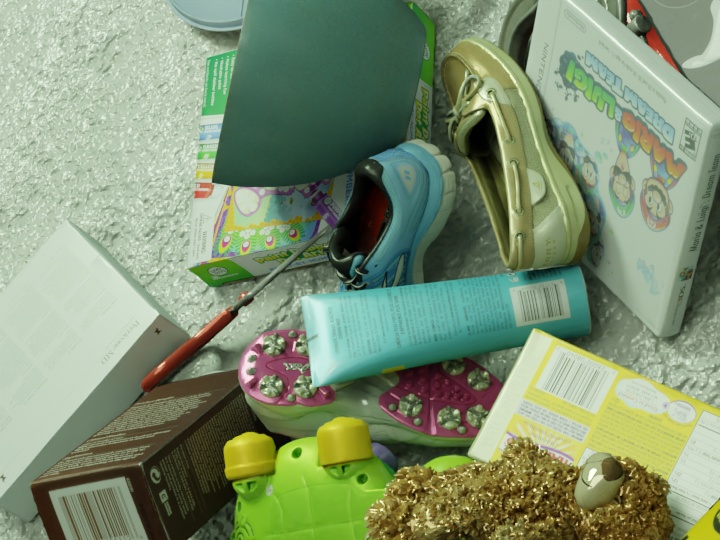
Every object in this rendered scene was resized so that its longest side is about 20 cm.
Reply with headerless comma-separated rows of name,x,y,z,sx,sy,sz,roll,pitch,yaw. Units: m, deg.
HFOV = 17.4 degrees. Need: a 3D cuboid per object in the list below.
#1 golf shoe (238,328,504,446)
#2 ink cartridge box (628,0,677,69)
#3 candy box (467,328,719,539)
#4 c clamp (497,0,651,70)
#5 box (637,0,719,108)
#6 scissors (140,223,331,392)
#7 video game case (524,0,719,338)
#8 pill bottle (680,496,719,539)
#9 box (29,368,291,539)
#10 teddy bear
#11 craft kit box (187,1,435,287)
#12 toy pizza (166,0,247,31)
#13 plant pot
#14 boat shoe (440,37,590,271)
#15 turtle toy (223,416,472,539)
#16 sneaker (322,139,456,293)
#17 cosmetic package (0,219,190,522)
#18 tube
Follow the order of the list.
golf shoe,0.012,0.095,1.695,0.200,0.092,0.075,11,59,6
ink cartridge box,0.231,-0.204,1.737,0.200,0.050,0.161,-37,51,9
candy box,0.181,0.122,1.583,0.200,0.026,0.102,24,83,27
c clamp,0.153,-0.157,1.720,0.200,0.027,0.171,-35,57,58
box,0.281,-0.152,1.602,0.122,0.106,0.200,-32,71,14
scissors,-0.097,0.028,1.818,0.200,0.073,0.014,-42,88,4
video game case,0.175,-0.081,1.642,0.024,0.182,0.200,-15,43,-28
pill bottle,0.249,0.197,1.466,0.200,0.114,0.114,-48,50,2
box,-0.141,0.140,1.701,0.100,0.200,0.075,-12,104,28
teddy bear,0.100,0.149,1.522,0.200,0.145,0.067,4,105,35
craft kit box,-0.038,-0.098,1.858,0.197,0.049,0.200,-11,60,25
toy pizza,-0.085,-0.287,1.996,0.200,0.032,0.200,-16,59,27
plant pot,-0.026,-0.150,1.750,0.135,0.200,0.200,11,67,-3
boat shoe,0.097,-0.085,1.686,0.063,0.073,0.201,-11,60,-23
turtle toy,-0.001,0.176,1.647,0.200,0.101,0.146,-11,83,25
sneaker,0.000,0.000,1.720,0.078,0.090,0.200,24,109,37
cosmetic package,-0.252,0.079,1.895,0.200,0.052,0.151,-49,48,2
tube,0.060,0.035,1.659,0.200,0.050,0.077,-8,49,-3
